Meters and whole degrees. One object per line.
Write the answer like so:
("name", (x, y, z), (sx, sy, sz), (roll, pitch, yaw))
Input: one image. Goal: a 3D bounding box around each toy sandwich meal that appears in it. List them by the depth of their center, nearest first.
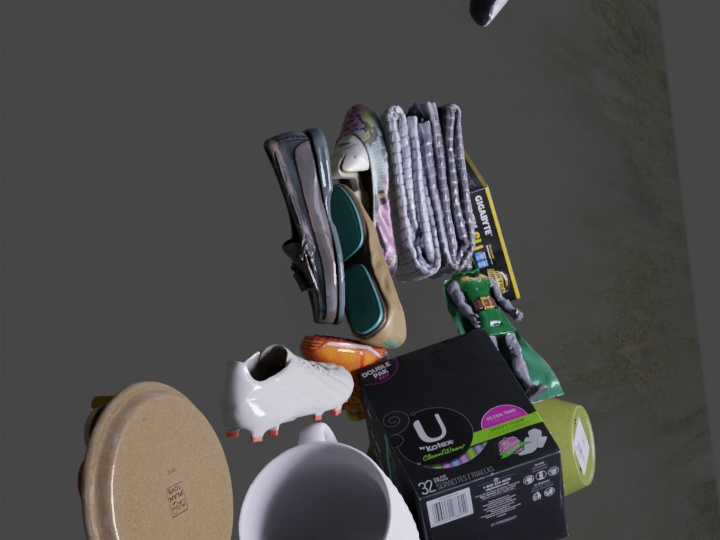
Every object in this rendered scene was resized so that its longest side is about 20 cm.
("toy sandwich meal", (-0.168, 0.185, 1.164), (0.205, 0.070, 0.206), (30, 55, -56))

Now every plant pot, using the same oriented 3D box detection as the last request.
("plant pot", (0.168, 0.215, 1.757), (0.187, 0.199, 0.188), (-7, 90, -67))

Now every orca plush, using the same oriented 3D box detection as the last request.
("orca plush", (0.200, -0.434, 2.194), (0.071, 0.105, 0.200), (39, 61, -3))

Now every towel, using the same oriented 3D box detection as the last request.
("towel", (0.072, -0.090, 1.706), (0.166, 0.085, 0.201), (159, -77, -83))

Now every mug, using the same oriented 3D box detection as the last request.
("mug", (-0.021, 0.238, 1.399), (0.175, 0.147, 0.200), (58, 15, -57))

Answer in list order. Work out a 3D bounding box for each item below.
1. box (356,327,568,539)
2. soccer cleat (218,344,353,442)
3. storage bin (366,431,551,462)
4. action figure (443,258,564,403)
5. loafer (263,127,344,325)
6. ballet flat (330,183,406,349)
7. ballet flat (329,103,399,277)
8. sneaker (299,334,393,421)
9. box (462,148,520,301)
("box", (0.099, 0.179, 1.482), (0.200, 0.148, 0.125), (-118, -166, -52))
("soccer cleat", (-0.064, 0.104, 1.407), (0.200, 0.069, 0.078), (-15, 108, -60))
("storage bin", (0.096, 0.265, 1.558), (0.199, 0.199, 0.094), (-70, 154, -47))
("action figure", (0.150, 0.064, 1.731), (0.118, 0.055, 0.200), (-7, 58, -29))
("loafer", (-0.059, -0.042, 1.507), (0.072, 0.063, 0.201), (175, -92, -71))
("ballet flat", (0.000, 0.000, 1.554), (0.063, 0.069, 0.200), (30, 36, -47))
("ballet flat", (-0.003, -0.085, 1.639), (0.071, 0.069, 0.201), (-6, 88, -41))
("sneaker", (-0.002, 0.116, 1.564), (0.200, 0.073, 0.077), (35, 67, -54))
("box", (0.136, -0.066, 1.861), (0.200, 0.049, 0.160), (-111, -176, -64))
